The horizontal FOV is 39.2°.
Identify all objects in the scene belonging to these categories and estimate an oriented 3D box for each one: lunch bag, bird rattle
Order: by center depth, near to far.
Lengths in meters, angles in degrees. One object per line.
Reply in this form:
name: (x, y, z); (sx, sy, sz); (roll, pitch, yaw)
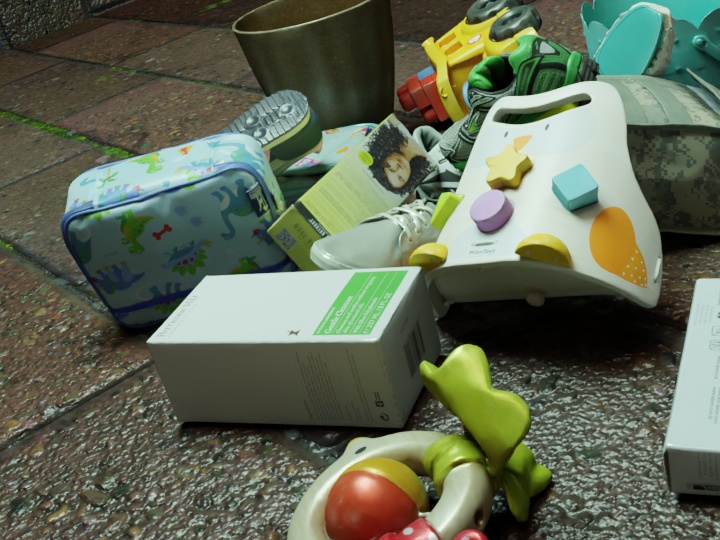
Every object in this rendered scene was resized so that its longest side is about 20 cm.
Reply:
bird rattle: (0.030, 0.152, 0.595); (0.163, 0.113, 0.200); (-10, 37, 38)
lunch bag: (0.282, -0.108, 0.896); (0.200, 0.118, 0.164); (1, 27, 0)
lunch bag: (-0.166, -0.034, 0.962); (0.200, 0.161, 0.082); (-14, 40, 3)
lunch bag: (-0.058, -0.094, 1.108); (0.200, 0.077, 0.160); (-8, 27, 16)

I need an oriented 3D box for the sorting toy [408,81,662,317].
sorting toy: (0.133, -0.065, 0.799); (0.200, 0.107, 0.180); (-5, 59, 41)

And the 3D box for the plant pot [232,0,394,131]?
plant pot: (-0.033, -0.220, 1.204); (0.187, 0.200, 0.187); (-14, 25, 7)

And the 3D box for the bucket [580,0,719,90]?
bucket: (0.344, -0.236, 1.092); (0.207, 0.135, 0.207); (-13, 26, 6)

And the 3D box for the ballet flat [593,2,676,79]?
ballet flat: (0.260, -0.185, 1.006); (0.072, 0.200, 0.072); (12, 47, -14)

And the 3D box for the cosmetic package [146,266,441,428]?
cosmetic package: (-0.050, 0.060, 0.793); (0.200, 0.085, 0.108); (-2, 30, 24)

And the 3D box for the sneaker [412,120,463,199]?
sneaker: (0.119, -0.104, 1.020); (0.074, 0.089, 0.200); (-32, 32, -33)

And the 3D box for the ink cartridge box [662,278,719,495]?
ink cartridge box: (0.302, 0.067, 0.626); (0.200, 0.041, 0.200); (-2, 29, 27)

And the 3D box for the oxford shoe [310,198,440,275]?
oxford shoe: (0.037, -0.032, 0.880); (0.200, 0.058, 0.075); (-11, 40, -42)

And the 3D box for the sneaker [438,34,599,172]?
sneaker: (0.126, -0.155, 0.916); (0.200, 0.085, 0.078); (-37, 27, 58)

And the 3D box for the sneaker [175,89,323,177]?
sneaker: (-0.127, -0.102, 1.025); (0.200, 0.082, 0.070); (-25, 57, 8)

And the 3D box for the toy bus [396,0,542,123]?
toy bus: (0.142, -0.233, 1.229); (0.192, 0.136, 0.200); (-28, 28, 6)

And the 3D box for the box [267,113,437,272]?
box: (-0.003, -0.072, 0.966); (0.050, 0.075, 0.200); (-37, 9, 44)
